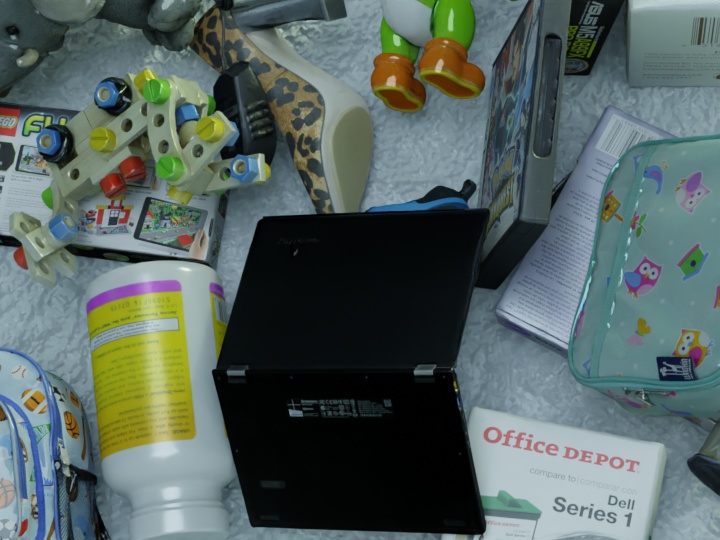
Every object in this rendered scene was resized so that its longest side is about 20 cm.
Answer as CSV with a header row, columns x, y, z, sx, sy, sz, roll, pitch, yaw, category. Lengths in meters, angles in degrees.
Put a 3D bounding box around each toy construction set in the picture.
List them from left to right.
x,y,z,sx,sy,sz,roll,pitch,yaw,category
-0.175,-0.072,1.585,0.200,0.092,0.131,-31,71,8,toy construction set

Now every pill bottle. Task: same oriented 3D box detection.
x,y,z,sx,sy,sz,roll,pitch,yaw,category
-0.143,0.100,1.571,0.104,0.104,0.200,-9,73,5,pill bottle

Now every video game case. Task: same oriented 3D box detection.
x,y,z,sx,sy,sz,roll,pitch,yaw,category
0.114,-0.096,1.541,0.025,0.200,0.181,9,76,-5,video game case

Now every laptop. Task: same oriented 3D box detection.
x,y,z,sx,sy,sz,roll,pitch,yaw,category
0.005,0.072,1.523,0.187,0.116,0.200,-1,113,27,laptop

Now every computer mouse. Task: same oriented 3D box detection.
x,y,z,sx,sy,sz,roll,pitch,yaw,category
-0.093,-0.165,1.617,0.034,0.059,0.200,-7,88,-25,computer mouse

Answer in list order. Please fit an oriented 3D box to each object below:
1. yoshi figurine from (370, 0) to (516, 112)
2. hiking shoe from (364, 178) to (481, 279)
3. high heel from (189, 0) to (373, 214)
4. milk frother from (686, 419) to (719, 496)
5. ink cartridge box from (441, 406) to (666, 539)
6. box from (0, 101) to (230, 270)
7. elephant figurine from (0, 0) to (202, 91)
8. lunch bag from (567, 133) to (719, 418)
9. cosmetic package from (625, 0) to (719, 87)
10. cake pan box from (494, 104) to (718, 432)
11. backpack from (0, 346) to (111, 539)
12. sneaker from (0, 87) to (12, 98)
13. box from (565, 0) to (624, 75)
x,y,z,sx,sy,sz,roll,pitch,yaw,category
0.064,-0.221,1.634,0.112,0.112,0.200,6,74,-8,yoshi figurine
0.000,0.000,1.599,0.200,0.074,0.087,-17,40,19,hiking shoe
-0.066,-0.116,1.658,0.142,0.071,0.200,-6,91,35,high heel
0.354,0.093,1.450,0.180,0.200,0.188,31,78,1,milk frother
0.128,0.208,1.515,0.146,0.084,0.200,10,77,10,ink cartridge box
-0.202,-0.066,1.660,0.200,0.035,0.110,8,76,10,box
-0.230,-0.219,1.623,0.200,0.142,0.155,-8,72,-20,elephant figurine
0.226,0.005,1.482,0.160,0.077,0.200,1,68,44,lunch bag
0.280,-0.255,1.579,0.167,0.166,0.200,1,76,8,cosmetic package
0.221,-0.002,1.579,0.200,0.052,0.184,26,78,13,cake pan box
-0.285,0.152,1.559,0.200,0.154,0.191,-8,64,8,backpack
-0.314,-0.244,1.705,0.112,0.071,0.200,11,79,7,sneaker
0.160,-0.265,1.598,0.044,0.160,0.200,1,74,-5,box
